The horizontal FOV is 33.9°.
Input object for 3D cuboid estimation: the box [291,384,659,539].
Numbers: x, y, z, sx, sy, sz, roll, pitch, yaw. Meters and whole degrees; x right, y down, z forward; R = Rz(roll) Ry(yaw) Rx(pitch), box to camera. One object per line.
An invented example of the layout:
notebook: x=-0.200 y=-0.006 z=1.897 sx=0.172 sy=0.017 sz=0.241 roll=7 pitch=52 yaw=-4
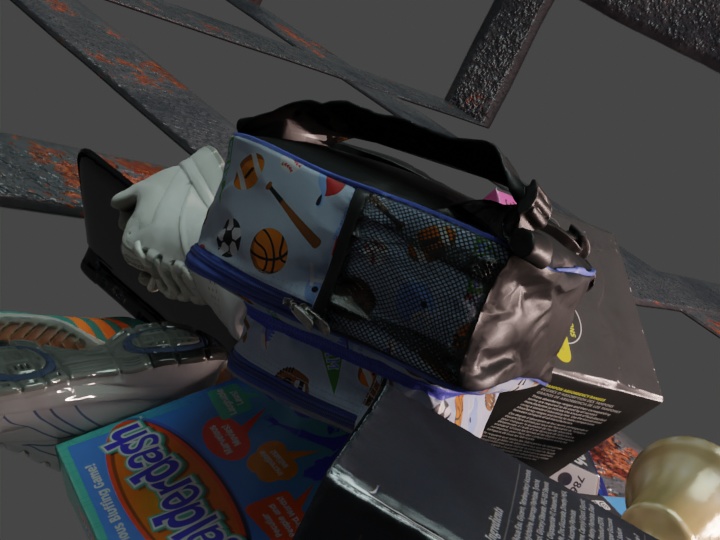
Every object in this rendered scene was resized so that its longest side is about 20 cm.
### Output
box: x=0.041 y=0.190 z=0.478 sx=0.195 sy=0.201 sz=0.124 roll=29 pitch=14 yaw=4

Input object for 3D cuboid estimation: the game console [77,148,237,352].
game console: x=-0.127 y=0.002 z=0.950 sx=0.199 sy=0.117 sz=0.175 roll=37 pitch=18 yaw=29

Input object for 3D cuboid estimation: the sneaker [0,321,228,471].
sneaker: x=-0.171 y=0.086 z=0.691 sx=0.198 sy=0.088 sz=0.074 roll=-3 pitch=20 yaw=-26

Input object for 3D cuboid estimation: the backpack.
backpack: x=0.010 y=0.002 z=0.610 sx=0.190 sy=0.155 sz=0.200 roll=30 pitch=3 yaw=19

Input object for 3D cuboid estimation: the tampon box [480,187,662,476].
tampon box: x=0.096 y=0.068 z=0.880 sx=0.125 sy=0.200 sz=0.151 roll=17 pitch=47 yaw=-31

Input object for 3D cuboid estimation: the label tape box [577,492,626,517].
label tape box: x=0.161 y=0.221 z=0.831 sx=0.199 sy=0.064 sz=0.144 roll=15 pitch=22 yaw=-37

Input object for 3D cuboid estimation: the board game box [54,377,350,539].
board game box: x=-0.051 y=0.120 z=0.653 sx=0.198 sy=0.045 sz=0.152 roll=-20 pitch=38 yaw=-21

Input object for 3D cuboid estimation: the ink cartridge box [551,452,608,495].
ink cartridge box: x=0.150 y=0.156 z=1.071 sx=0.199 sy=0.039 sz=0.100 roll=26 pitch=15 yaw=-7

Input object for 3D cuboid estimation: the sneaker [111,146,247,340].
sneaker: x=-0.105 y=-0.007 z=0.763 sx=0.086 sy=0.075 sz=0.200 roll=-21 pitch=33 yaw=-12

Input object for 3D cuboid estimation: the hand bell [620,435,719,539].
hand bell: x=0.170 y=0.186 z=0.740 sx=0.104 sy=0.105 sz=0.199 roll=35 pitch=32 yaw=26

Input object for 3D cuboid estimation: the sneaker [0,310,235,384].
sneaker: x=-0.179 y=0.065 z=0.776 sx=0.198 sy=0.072 sz=0.080 roll=14 pitch=3 yaw=-30
